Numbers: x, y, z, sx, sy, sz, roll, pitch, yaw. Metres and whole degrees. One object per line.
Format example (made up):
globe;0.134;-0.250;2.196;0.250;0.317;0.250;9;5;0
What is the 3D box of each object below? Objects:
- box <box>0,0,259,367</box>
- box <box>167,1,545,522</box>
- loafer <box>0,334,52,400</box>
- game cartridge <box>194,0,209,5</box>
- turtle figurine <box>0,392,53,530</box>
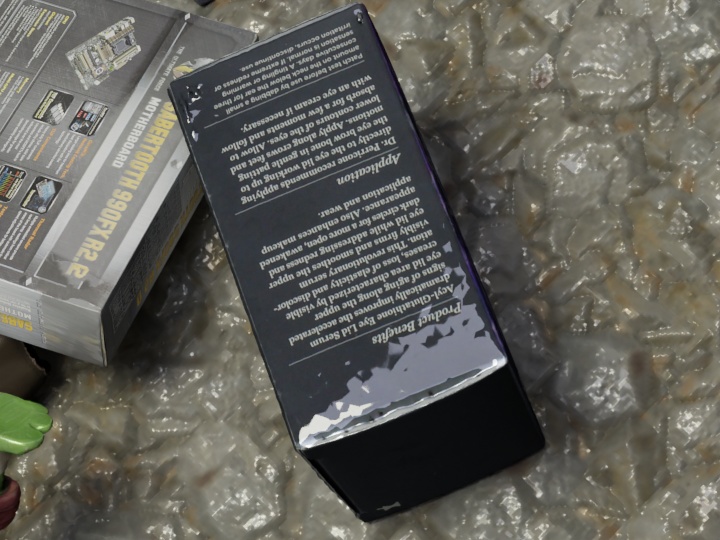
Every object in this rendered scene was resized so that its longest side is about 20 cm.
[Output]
box;-0.160;-0.061;1.107;0.158;0.048;0.200;17;54;11
box;0.000;0.000;1.041;0.104;0.148;0.200;-23;69;3
loafer;-0.197;0.049;1.105;0.071;0.073;0.200;10;73;17
game cartridge;-0.154;-0.239;1.167;0.038;0.130;0.200;-43;67;-4
turtle figurine;-0.173;0.170;1.008;0.144;0.194;0.200;-7;34;-24
